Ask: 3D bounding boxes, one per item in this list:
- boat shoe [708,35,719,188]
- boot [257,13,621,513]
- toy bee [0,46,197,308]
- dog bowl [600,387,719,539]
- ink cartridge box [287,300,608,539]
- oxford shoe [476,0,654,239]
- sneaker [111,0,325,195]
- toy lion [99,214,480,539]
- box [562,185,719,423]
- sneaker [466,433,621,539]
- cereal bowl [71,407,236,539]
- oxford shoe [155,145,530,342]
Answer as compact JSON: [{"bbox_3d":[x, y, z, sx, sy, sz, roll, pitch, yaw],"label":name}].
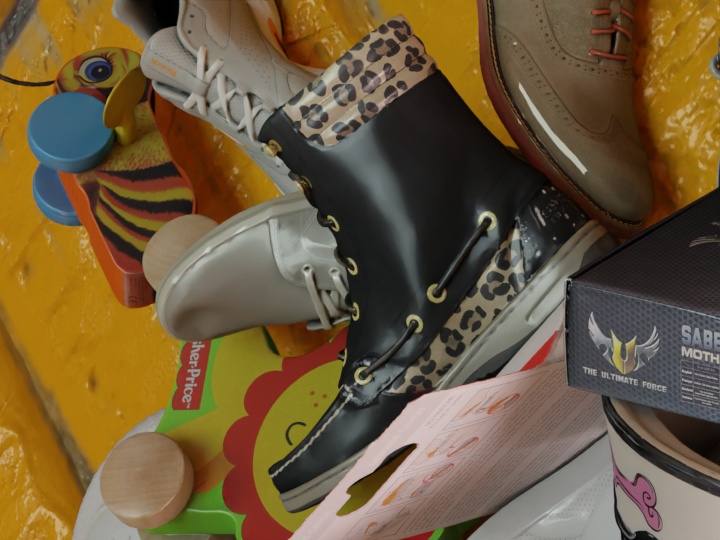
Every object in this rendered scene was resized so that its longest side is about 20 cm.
[{"bbox_3d":[0.180,-0.093,1.128,0.072,0.071,0.202,21,106,43],"label":"boat shoe"},{"bbox_3d":[0.001,-0.001,1.204,0.203,0.073,0.154,-42,87,23],"label":"boot"},{"bbox_3d":[-0.134,-0.081,1.435,0.201,0.108,0.131,58,160,6],"label":"toy bee"},{"bbox_3d":[0.189,0.089,1.032,0.200,0.199,0.074,26,118,44],"label":"dog bowl"},{"bbox_3d":[0.059,0.057,1.136,0.161,0.199,0.050,-52,56,47],"label":"ink cartridge box"},{"bbox_3d":[0.097,-0.112,1.220,0.075,0.070,0.201,-35,66,32],"label":"oxford shoe"},{"bbox_3d":[-0.064,-0.091,1.370,0.200,0.092,0.076,48,121,36],"label":"sneaker"},{"bbox_3d":[-0.022,0.068,1.307,0.190,0.069,0.201,-3,59,19],"label":"toy lion"},{"bbox_3d":[0.201,0.018,1.014,0.199,0.157,0.051,12,116,35],"label":"box"},{"bbox_3d":[0.116,0.148,1.185,0.200,0.073,0.116,-44,58,37],"label":"sneaker"},{"bbox_3d":[-0.090,0.166,1.393,0.199,0.083,0.202,-1,88,46],"label":"cereal bowl"},{"bbox_3d":[-0.005,-0.003,1.264,0.199,0.075,0.058,-17,54,8],"label":"oxford shoe"}]
